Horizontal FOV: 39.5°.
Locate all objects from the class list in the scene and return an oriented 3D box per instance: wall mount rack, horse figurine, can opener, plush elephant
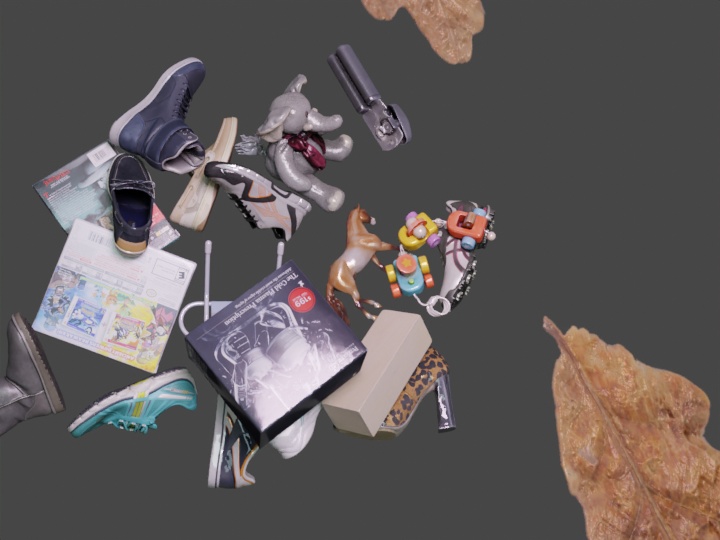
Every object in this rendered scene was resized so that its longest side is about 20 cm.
[{"bbox_3d":[-0.185,0.047,1.585,0.199,0.075,0.175,1,74,-12],"label":"wall mount rack"},{"bbox_3d":[0.000,0.000,1.648,0.132,0.050,0.200,36,69,-9],"label":"horse figurine"},{"bbox_3d":[0.019,-0.298,1.732,0.067,0.053,0.200,-23,80,-48],"label":"can opener"},{"bbox_3d":[-0.094,-0.221,1.609,0.199,0.155,0.165,19,50,-2],"label":"plush elephant"}]

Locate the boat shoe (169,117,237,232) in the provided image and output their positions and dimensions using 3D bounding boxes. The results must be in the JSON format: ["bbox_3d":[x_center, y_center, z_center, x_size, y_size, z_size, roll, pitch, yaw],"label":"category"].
[{"bbox_3d":[-0.252,-0.163,1.626,0.065,0.072,0.201,20,78,-6],"label":"boat shoe"}]

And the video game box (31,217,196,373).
[{"bbox_3d":[-0.376,0.040,1.546,0.199,0.047,0.183,22,81,-8],"label":"video game box"}]

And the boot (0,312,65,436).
[{"bbox_3d":[-0.553,0.175,1.466,0.199,0.073,0.183,-19,104,-11],"label":"boot"}]

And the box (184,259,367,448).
[{"bbox_3d":[-0.124,0.122,1.476,0.200,0.104,0.182,-37,77,-19],"label":"box"}]

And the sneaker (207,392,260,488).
[{"bbox_3d":[-0.187,0.233,1.539,0.079,0.078,0.201,5,86,-6],"label":"sneaker"}]

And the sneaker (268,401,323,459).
[{"bbox_3d":[-0.090,0.187,1.547,0.080,0.070,0.201,43,53,-19],"label":"sneaker"}]

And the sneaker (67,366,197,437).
[{"bbox_3d":[-0.342,0.212,1.516,0.199,0.077,0.080,-20,90,-15],"label":"sneaker"}]

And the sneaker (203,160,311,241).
[{"bbox_3d":[-0.167,-0.110,1.596,0.200,0.074,0.080,28,85,-34],"label":"sneaker"}]

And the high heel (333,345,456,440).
[{"bbox_3d":[0.049,0.195,1.609,0.199,0.071,0.143,-3,65,-9],"label":"high heel"}]

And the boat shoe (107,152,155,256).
[{"bbox_3d":[-0.351,-0.113,1.549,0.074,0.062,0.201,6,48,-20],"label":"boat shoe"}]

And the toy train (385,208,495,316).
[{"bbox_3d":[0.124,-0.033,1.620,0.150,0.056,0.200,20,68,17],"label":"toy train"}]

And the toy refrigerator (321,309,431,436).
[{"bbox_3d":[0.029,0.159,1.568,0.200,0.076,0.070,-56,135,-32],"label":"toy refrigerator"}]

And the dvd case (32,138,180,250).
[{"bbox_3d":[-0.405,-0.092,1.602,0.146,0.022,0.200,-36,87,-17],"label":"dvd case"}]

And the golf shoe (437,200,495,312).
[{"bbox_3d":[0.159,-0.026,1.683,0.088,0.077,0.201,18,67,10],"label":"golf shoe"}]

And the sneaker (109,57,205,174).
[{"bbox_3d":[-0.282,-0.243,1.607,0.146,0.077,0.203,30,69,23],"label":"sneaker"}]
